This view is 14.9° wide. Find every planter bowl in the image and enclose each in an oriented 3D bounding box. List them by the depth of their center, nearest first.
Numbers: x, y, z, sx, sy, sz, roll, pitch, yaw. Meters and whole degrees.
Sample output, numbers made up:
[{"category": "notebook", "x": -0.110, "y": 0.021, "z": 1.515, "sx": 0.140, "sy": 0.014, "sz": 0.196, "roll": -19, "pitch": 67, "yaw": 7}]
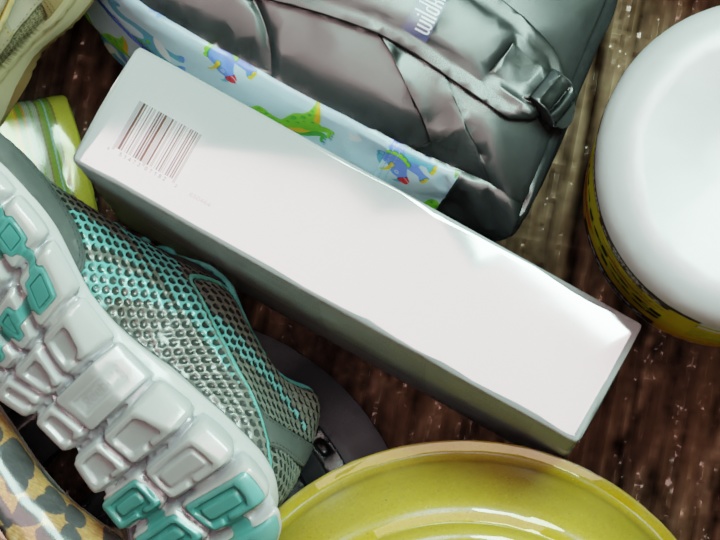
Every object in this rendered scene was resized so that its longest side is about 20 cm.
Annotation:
[{"category": "planter bowl", "x": 0.036, "y": 0.167, "z": 0.972, "sx": 0.200, "sy": 0.083, "sz": 0.201, "roll": 0, "pitch": 102, "yaw": 2}]

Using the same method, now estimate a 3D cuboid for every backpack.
[{"category": "backpack", "x": -0.016, "y": -0.115, "z": 1.026, "sx": 0.200, "sy": 0.154, "sz": 0.163, "roll": 22, "pitch": 79, "yaw": -14}]

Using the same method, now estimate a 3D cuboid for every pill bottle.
[{"category": "pill bottle", "x": 0.134, "y": -0.028, "z": 0.974, "sx": 0.109, "sy": 0.200, "sz": 0.109, "roll": 0, "pitch": 86, "yaw": 3}]

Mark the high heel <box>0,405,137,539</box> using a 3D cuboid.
[{"category": "high heel", "x": -0.160, "y": 0.097, "z": 0.995, "sx": 0.200, "sy": 0.071, "sz": 0.143, "roll": 2, "pitch": 72, "yaw": -13}]

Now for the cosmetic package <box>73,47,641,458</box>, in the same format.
[{"category": "cosmetic package", "x": 0.000, "y": 0.000, "z": 1.005, "sx": 0.200, "sy": 0.151, "sz": 0.052, "roll": 29, "pitch": 82, "yaw": 4}]

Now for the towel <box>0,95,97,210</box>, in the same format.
[{"category": "towel", "x": -0.197, "y": -0.008, "z": 1.048, "sx": 0.200, "sy": 0.018, "sz": 0.086, "roll": -12, "pitch": 86, "yaw": -19}]

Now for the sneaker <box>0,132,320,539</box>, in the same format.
[{"category": "sneaker", "x": -0.092, "y": 0.016, "z": 0.992, "sx": 0.078, "sy": 0.091, "sz": 0.200, "roll": -36, "pitch": 96, "yaw": 35}]

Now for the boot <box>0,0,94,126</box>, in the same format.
[{"category": "boot", "x": -0.174, "y": -0.110, "z": 0.946, "sx": 0.200, "sy": 0.155, "sz": 0.073, "roll": -52, "pitch": 55, "yaw": 36}]

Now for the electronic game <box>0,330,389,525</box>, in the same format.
[{"category": "electronic game", "x": -0.077, "y": 0.115, "z": 1.057, "sx": 0.200, "sy": 0.042, "sz": 0.200, "roll": 0, "pitch": 79, "yaw": 1}]
